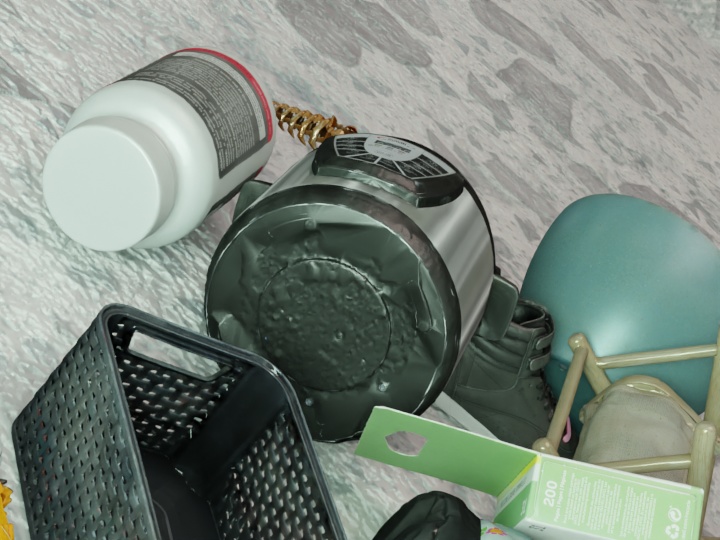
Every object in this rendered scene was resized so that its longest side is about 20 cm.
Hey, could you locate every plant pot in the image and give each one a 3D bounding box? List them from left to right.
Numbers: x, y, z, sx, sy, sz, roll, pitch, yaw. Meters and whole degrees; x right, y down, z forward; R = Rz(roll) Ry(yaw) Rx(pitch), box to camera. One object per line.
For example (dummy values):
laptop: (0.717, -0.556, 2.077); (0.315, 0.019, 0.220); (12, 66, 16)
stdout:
plant pot: (0.200, 0.060, 1.393); (0.200, 0.200, 0.135); (43, 58, 4)

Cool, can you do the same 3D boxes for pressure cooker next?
pressure cooker: (-0.002, 0.002, 1.161); (0.177, 0.177, 0.200); (62, 22, -9)

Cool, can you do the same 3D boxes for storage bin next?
storage bin: (-0.091, 0.130, 0.901); (0.134, 0.094, 0.201); (23, 29, -36)

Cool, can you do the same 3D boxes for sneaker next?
sneaker: (0.131, 0.088, 1.309); (0.199, 0.099, 0.071); (37, 22, -14)

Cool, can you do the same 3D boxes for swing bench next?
swing bench: (0.213, 0.165, 1.230); (0.199, 0.128, 0.202); (-53, 132, -65)

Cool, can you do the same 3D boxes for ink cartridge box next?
ink cartridge box: (0.093, 0.142, 1.055); (0.198, 0.146, 0.048); (13, 72, -2)

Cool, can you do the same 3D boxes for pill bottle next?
pill bottle: (-0.135, -0.080, 1.169); (0.111, 0.111, 0.200); (41, 23, 0)

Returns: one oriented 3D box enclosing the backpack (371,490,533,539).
backpack: (0.085, 0.225, 0.968); (0.200, 0.127, 0.167); (42, 21, -4)

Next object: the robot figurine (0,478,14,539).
robot figurine: (-0.206, 0.130, 0.709); (0.200, 0.058, 0.147); (-41, 122, -65)

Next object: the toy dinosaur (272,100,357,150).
toy dinosaur: (0.004, -0.048, 1.300); (0.102, 0.136, 0.201); (7, 41, -51)
